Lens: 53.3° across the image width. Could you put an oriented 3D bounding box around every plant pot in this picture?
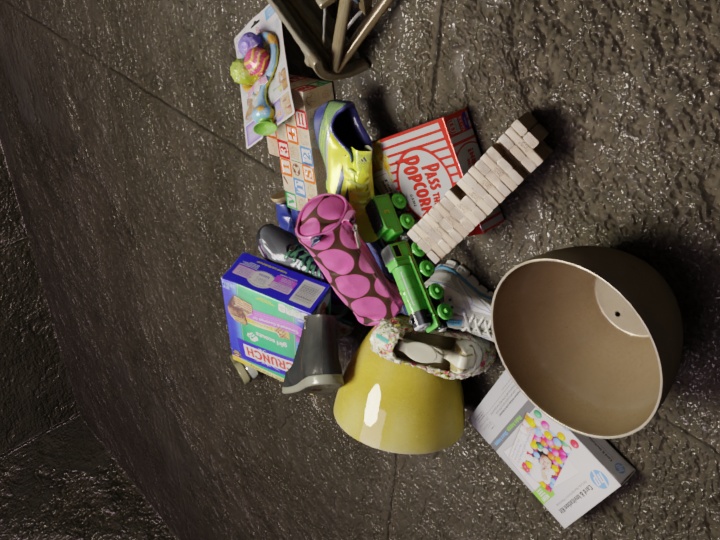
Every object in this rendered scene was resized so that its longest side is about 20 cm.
[{"bbox_3d":[0.258,0.055,0.766,0.200,0.134,0.202,31,135,36],"label":"plant pot"},{"bbox_3d":[0.064,0.152,1.057,0.199,0.199,0.143,25,118,42],"label":"plant pot"}]

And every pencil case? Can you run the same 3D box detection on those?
[{"bbox_3d":[-0.007,-0.009,0.970,0.093,0.091,0.200,-6,139,30],"label":"pencil case"}]

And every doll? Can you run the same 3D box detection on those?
[{"bbox_3d":[-0.102,-0.036,1.253,0.136,0.048,0.202,14,124,37],"label":"doll"}]

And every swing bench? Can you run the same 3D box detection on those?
[{"bbox_3d":[-0.057,-0.372,0.894,0.200,0.129,0.200,54,145,11],"label":"swing bench"}]

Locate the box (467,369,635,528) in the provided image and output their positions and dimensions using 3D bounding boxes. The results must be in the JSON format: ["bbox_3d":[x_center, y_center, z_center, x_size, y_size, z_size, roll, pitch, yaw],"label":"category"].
[{"bbox_3d":[0.252,0.236,0.983,0.200,0.041,0.156,47,143,20],"label":"box"}]

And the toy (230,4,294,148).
[{"bbox_3d":[-0.158,-0.296,1.063,0.115,0.047,0.202,-26,68,40],"label":"toy"}]

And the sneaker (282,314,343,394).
[{"bbox_3d":[-0.070,0.132,1.097,0.200,0.074,0.107,145,127,-64],"label":"sneaker"}]

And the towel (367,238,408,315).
[{"bbox_3d":[0.000,0.000,1.125,0.199,0.024,0.146,11,131,60],"label":"towel"}]

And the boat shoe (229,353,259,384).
[{"bbox_3d":[-0.243,0.207,1.591,0.075,0.068,0.200,62,167,-8],"label":"boat shoe"}]

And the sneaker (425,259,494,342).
[{"bbox_3d":[0.153,0.063,0.955,0.199,0.086,0.076,30,133,36],"label":"sneaker"}]

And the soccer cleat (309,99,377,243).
[{"bbox_3d":[-0.009,-0.131,0.970,0.083,0.064,0.202,-2,111,50],"label":"soccer cleat"}]

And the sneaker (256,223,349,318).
[{"bbox_3d":[-0.079,-0.011,1.167,0.200,0.075,0.087,44,147,-9],"label":"sneaker"}]

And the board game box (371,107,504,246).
[{"bbox_3d":[0.083,-0.116,0.957,0.199,0.046,0.153,-8,107,54],"label":"board game box"}]

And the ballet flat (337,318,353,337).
[{"bbox_3d":[-0.091,0.097,1.289,0.199,0.075,0.064,17,84,46],"label":"ballet flat"}]

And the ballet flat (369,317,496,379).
[{"bbox_3d":[0.106,0.112,0.958,0.064,0.198,0.076,-149,71,-66],"label":"ballet flat"}]

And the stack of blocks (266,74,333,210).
[{"bbox_3d":[-0.089,-0.194,1.120,0.115,0.058,0.202,23,130,43],"label":"stack of blocks"}]

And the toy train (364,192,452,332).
[{"bbox_3d":[0.060,-0.011,0.935,0.042,0.056,0.202,-44,62,55],"label":"toy train"}]

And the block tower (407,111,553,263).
[{"bbox_3d":[0.136,-0.090,0.835,0.054,0.058,0.200,46,123,4],"label":"block tower"}]

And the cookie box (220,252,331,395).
[{"bbox_3d":[-0.135,0.090,1.190,0.170,0.075,0.201,20,136,19],"label":"cookie box"}]
